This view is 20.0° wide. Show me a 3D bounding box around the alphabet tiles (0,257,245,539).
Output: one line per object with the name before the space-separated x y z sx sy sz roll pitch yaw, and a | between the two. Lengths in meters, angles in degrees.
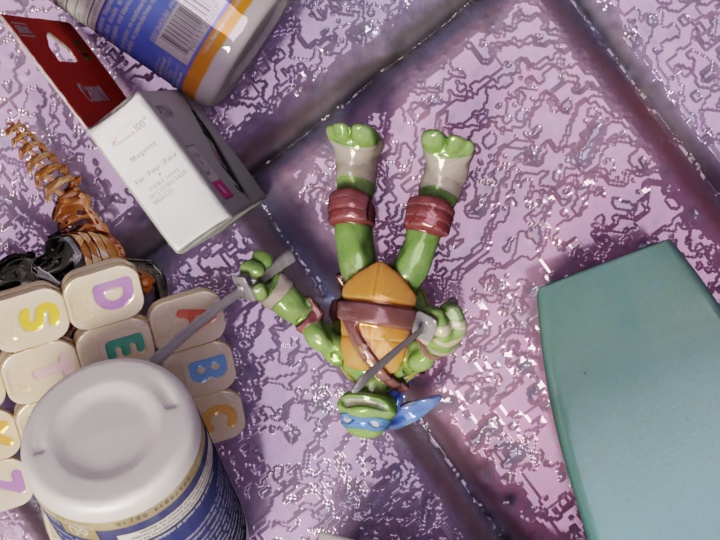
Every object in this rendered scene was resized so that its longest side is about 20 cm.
alphabet tiles | -0.174 0.088 1.315 0.195 0.015 0.201 -17 124 -11

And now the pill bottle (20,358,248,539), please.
pill bottle | -0.132 0.154 1.282 0.111 0.200 0.111 -7 52 9

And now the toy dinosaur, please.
toy dinosaur | -0.199 0.007 1.346 0.135 0.102 0.201 -18 75 -11

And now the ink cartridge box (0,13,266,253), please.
ink cartridge box | -0.134 -0.097 1.266 0.043 0.200 0.174 -35 93 6

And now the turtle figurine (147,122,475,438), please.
turtle figurine | 0.000 0.000 1.283 0.200 0.144 0.195 20 75 -36

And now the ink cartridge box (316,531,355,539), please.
ink cartridge box | 0.053 0.256 1.304 0.199 0.147 0.083 14 54 1

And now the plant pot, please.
plant pot | 0.187 0.090 1.299 0.141 0.141 0.201 -21 87 3

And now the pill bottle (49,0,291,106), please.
pill bottle | -0.147 -0.203 1.305 0.200 0.112 0.112 35 94 1
